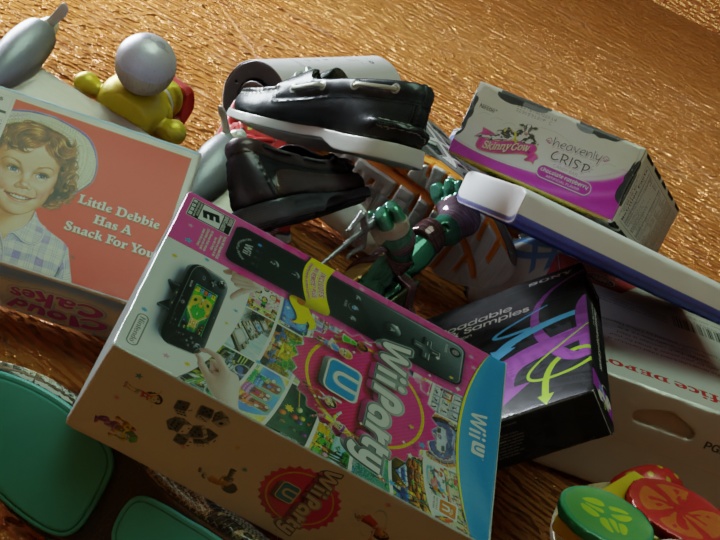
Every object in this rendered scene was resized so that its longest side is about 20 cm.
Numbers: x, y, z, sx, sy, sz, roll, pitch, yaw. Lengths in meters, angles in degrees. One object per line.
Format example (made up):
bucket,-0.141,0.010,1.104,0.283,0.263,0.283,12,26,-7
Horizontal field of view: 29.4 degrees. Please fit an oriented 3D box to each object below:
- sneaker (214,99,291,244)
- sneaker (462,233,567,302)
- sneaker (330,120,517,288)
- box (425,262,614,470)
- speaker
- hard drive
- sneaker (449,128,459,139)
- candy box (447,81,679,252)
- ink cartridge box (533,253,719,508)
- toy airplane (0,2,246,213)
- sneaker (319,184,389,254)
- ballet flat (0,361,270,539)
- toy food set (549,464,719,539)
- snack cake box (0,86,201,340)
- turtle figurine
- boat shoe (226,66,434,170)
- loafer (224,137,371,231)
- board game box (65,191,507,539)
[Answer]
sneaker,-0.091,-0.086,1.098,0.077,0.085,0.200,12,24,-18
sneaker,0.175,0.015,1.139,0.199,0.072,0.073,2,37,-33
sneaker,0.060,-0.070,1.094,0.077,0.078,0.200,-19,63,-48
box,0.084,0.066,0.875,0.142,0.036,0.200,-21,16,14
speaker,-0.043,-0.167,1.328,0.081,0.081,0.200,33,25,25
hard drive,0.174,-0.011,0.957,0.199,0.025,0.132,24,4,-15
sneaker,0.167,-0.066,1.292,0.199,0.081,0.115,20,21,-10
candy box,0.162,-0.068,1.056,0.136,0.061,0.200,26,-1,22
ink cartridge box,0.198,0.081,0.991,0.146,0.083,0.200,20,22,-3
toy airplane,-0.181,-0.106,0.986,0.199,0.141,0.199,11,31,-35
sneaker,0.035,-0.055,1.186,0.100,0.075,0.200,46,34,18
ballet flat,-0.116,0.114,0.680,0.200,0.068,0.075,33,3,10
toy food set,0.195,0.170,0.732,0.200,0.049,0.198,34,25,26
snack cake box,-0.212,-0.043,0.846,0.199,0.067,0.115,19,62,-8
turtle figurine,0.000,0.000,0.983,0.149,0.101,0.200,-13,11,40
boat shoe,-0.021,-0.117,0.998,0.199,0.061,0.075,17,2,42
loafer,-0.043,-0.066,0.964,0.072,0.063,0.200,-17,2,17
board game box,-0.029,0.062,0.695,0.199,0.064,0.148,30,32,-10
